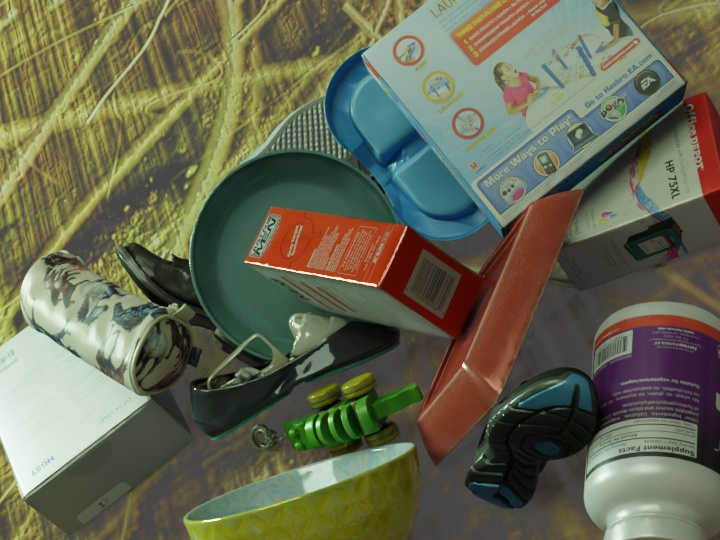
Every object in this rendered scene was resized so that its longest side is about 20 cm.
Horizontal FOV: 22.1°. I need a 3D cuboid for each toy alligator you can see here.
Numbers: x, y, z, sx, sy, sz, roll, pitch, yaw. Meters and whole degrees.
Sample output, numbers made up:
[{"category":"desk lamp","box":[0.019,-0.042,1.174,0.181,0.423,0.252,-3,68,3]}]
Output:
[{"category":"toy alligator","box":[-0.034,0.137,1.604,0.199,0.060,0.054,-19,7,36]}]

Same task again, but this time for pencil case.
[{"category":"pencil case","box":[-0.236,0.045,1.713,0.200,0.078,0.090,25,69,41]}]

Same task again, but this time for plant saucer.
[{"category":"plant saucer","box":[-0.059,-0.011,1.704,0.199,0.036,0.201,1,80,-7]},{"category":"plant saucer","box":[0.106,0.043,1.518,0.037,0.200,0.201,25,66,-2]}]

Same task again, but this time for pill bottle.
[{"category":"pill bottle","box":[0.228,0.131,1.401,0.112,0.113,0.201,-12,51,27]}]

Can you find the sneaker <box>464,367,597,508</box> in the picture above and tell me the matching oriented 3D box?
[{"category":"sneaker","box":[0.133,0.113,1.443,0.200,0.073,0.082,122,169,-58]}]

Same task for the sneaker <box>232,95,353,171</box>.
[{"category":"sneaker","box":[-0.075,-0.109,1.842,0.200,0.074,0.082,-37,8,-19]}]

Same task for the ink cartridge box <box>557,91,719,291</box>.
[{"category":"ink cartridge box","box":[0.259,-0.074,1.578,0.199,0.067,0.117,-21,47,19]}]

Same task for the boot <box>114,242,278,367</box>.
[{"category":"boot","box":[-0.112,-0.019,1.755,0.200,0.069,0.174,33,78,4]}]

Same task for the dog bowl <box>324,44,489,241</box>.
[{"category":"dog bowl","box":[0.052,-0.114,1.699,0.111,0.050,0.200,-38,80,1]}]

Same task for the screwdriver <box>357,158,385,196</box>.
[{"category":"screwdriver","box":[0.018,-0.051,1.767,0.029,0.028,0.201,-44,41,42]}]

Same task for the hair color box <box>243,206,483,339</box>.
[{"category":"hair color box","box":[0.000,0.000,1.579,0.200,0.101,0.061,9,70,52]}]

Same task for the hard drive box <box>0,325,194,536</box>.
[{"category":"hard drive box","box":[-0.270,0.128,1.779,0.156,0.077,0.200,-37,43,4]}]

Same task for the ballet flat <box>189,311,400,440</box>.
[{"category":"ballet flat","box":[-0.064,0.079,1.636,0.199,0.073,0.073,-27,44,0]}]

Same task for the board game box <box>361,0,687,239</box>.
[{"category":"board game box","box":[0.138,-0.165,1.570,0.200,0.056,0.196,-38,77,-1]}]

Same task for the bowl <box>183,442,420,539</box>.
[{"category":"bowl","box":[-0.035,0.221,1.500,0.199,0.200,0.108,-16,91,24]}]
